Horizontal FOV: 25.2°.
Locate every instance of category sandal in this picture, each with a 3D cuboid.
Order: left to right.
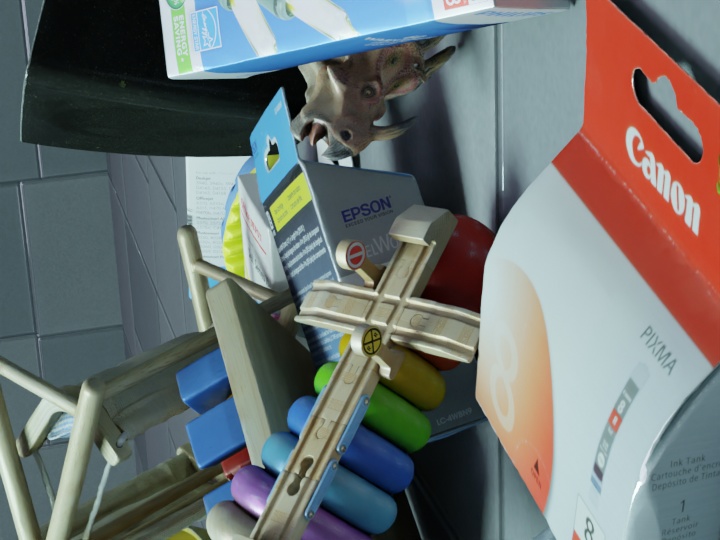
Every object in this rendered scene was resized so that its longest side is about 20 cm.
[{"bbox_3d":[-0.074,-0.015,1.267,0.088,0.078,0.202,-106,17,-48],"label":"sandal"}]

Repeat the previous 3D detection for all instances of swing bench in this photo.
[{"bbox_3d":[-0.142,0.105,1.070,0.129,0.198,0.202,23,124,35],"label":"swing bench"}]

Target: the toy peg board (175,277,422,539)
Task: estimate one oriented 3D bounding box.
[{"bbox_3d":[-0.046,0.147,0.969,0.199,0.097,0.201,46,-162,-48],"label":"toy peg board"}]

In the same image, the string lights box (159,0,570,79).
[{"bbox_3d":[-0.007,-0.151,0.722,0.198,0.059,0.104,-5,92,43],"label":"string lights box"}]

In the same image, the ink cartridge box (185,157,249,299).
[{"bbox_3d":[-0.108,-0.087,1.335,0.117,0.066,0.202,-91,4,-48],"label":"ink cartridge box"}]

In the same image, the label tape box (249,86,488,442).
[{"bbox_3d":[0.000,0.000,0.913,0.143,0.065,0.203,148,106,-76],"label":"label tape box"}]

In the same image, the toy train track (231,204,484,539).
[{"bbox_3d":[-0.013,0.052,0.740,0.114,0.033,0.202,10,66,43],"label":"toy train track"}]

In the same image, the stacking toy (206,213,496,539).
[{"bbox_3d":[0.008,0.062,0.789,0.201,0.085,0.085,-59,14,-4],"label":"stacking toy"}]

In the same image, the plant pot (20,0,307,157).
[{"bbox_3d":[-0.100,-0.170,0.997,0.200,0.175,0.202,152,131,-77],"label":"plant pot"}]

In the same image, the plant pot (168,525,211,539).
[{"bbox_3d":[-0.102,0.317,1.350,0.199,0.141,0.203,-17,69,52],"label":"plant pot"}]

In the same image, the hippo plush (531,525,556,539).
[{"bbox_3d":[0.020,0.227,0.811,0.161,0.157,0.203,176,86,-76],"label":"hippo plush"}]

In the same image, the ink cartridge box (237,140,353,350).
[{"bbox_3d":[-0.044,0.001,1.155,0.117,0.066,0.203,-126,31,-64],"label":"ink cartridge box"}]

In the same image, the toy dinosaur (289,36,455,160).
[{"bbox_3d":[0.005,-0.163,0.823,0.135,0.086,0.202,26,102,26],"label":"toy dinosaur"}]

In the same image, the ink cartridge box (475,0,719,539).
[{"bbox_3d":[0.093,0.013,0.624,0.163,0.049,0.202,-117,21,-55],"label":"ink cartridge box"}]
